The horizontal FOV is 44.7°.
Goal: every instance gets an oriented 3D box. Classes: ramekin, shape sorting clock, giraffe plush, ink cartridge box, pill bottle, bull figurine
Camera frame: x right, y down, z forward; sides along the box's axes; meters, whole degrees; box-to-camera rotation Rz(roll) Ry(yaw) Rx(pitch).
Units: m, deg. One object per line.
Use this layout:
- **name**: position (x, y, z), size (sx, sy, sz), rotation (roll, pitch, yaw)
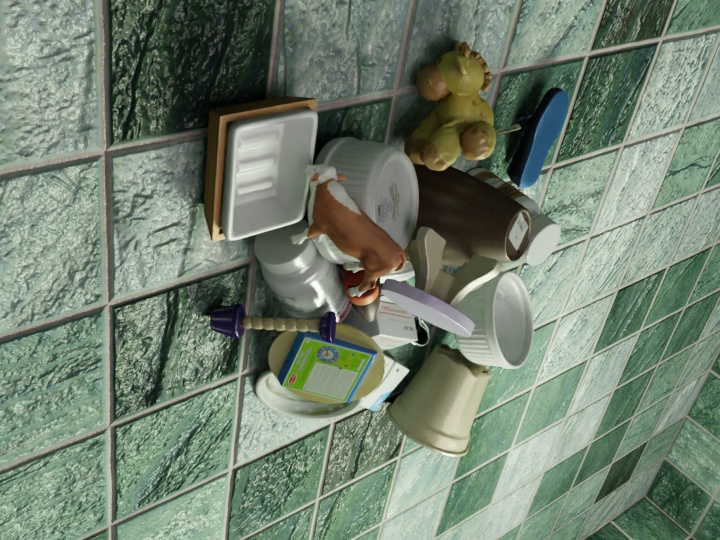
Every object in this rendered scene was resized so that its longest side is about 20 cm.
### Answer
- **ramekin**: position (0.274, 0.104, 1.834), size (0.200, 0.105, 0.201), rotation (10, 77, -55)
- **shape sorting clock**: position (-0.057, 0.155, 1.480), size (0.199, 0.039, 0.200), rotation (1, 133, 1)
- **giraffe plush**: position (0.154, -0.275, 1.411), size (0.199, 0.173, 0.163), rotation (-24, 117, -15)
- **ink cartridge box**: position (0.008, 0.201, 1.722), size (0.116, 0.068, 0.200), rotation (-50, 152, 1)
- **pill bottle**: position (-0.093, 0.007, 1.418), size (0.113, 0.113, 0.200), rotation (-41, 144, -12)
- **ramekin**: position (0.012, -0.106, 1.362), size (0.200, 0.105, 0.201), rotation (-19, 112, -60)
- **bull figurine**: position (-0.026, -0.058, 1.253), size (0.121, 0.200, 0.065), rotation (-45, 180, 39)
- **ink cartridge box**: position (0.016, 0.101, 1.529), size (0.200, 0.067, 0.116), rotation (-22, 159, 35)
- **pill bottle**: position (0.270, -0.098, 1.635), size (0.114, 0.200, 0.115), rotation (-28, 139, -27)

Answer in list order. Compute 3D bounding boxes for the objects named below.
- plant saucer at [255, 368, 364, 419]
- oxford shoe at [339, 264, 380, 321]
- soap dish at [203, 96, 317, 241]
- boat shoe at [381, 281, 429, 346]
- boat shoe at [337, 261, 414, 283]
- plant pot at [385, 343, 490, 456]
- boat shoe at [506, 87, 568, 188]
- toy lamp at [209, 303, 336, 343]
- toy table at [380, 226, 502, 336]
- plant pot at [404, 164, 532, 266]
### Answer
- **plant saucer**: position (-0.091, 0.207, 1.605), size (0.199, 0.050, 0.200), rotation (3, 143, 2)
- **oxford shoe**: position (0.000, 0.000, 1.461), size (0.071, 0.200, 0.073), rotation (-9, 132, 8)
- **soap dish**: position (-0.147, -0.150, 1.245), size (0.157, 0.081, 0.201), rotation (-19, 135, -35)
- **boat shoe**: position (0.094, 0.085, 1.734), size (0.073, 0.062, 0.200), rotation (-41, 144, -11)
- **boat shoe**: position (0.038, -0.023, 1.575), size (0.199, 0.072, 0.066), rotation (-8, 132, -33)
- **plant pot**: position (0.182, 0.267, 1.889), size (0.200, 0.200, 0.184), rotation (10, 110, -50)
- **boat shoe**: position (0.324, -0.258, 1.667), size (0.084, 0.069, 0.201), rotation (7, 116, -40)
- **toy lamp**: position (-0.140, 0.084, 1.395), size (0.058, 0.199, 0.058), rotation (4, 90, -82)
- **toy table**: position (0.130, 0.019, 1.410), size (0.200, 0.183, 0.117), rotation (39, 73, -56)
- **plant pot**: position (0.188, -0.084, 1.518), size (0.187, 0.199, 0.188), rotation (-25, 122, -47)
